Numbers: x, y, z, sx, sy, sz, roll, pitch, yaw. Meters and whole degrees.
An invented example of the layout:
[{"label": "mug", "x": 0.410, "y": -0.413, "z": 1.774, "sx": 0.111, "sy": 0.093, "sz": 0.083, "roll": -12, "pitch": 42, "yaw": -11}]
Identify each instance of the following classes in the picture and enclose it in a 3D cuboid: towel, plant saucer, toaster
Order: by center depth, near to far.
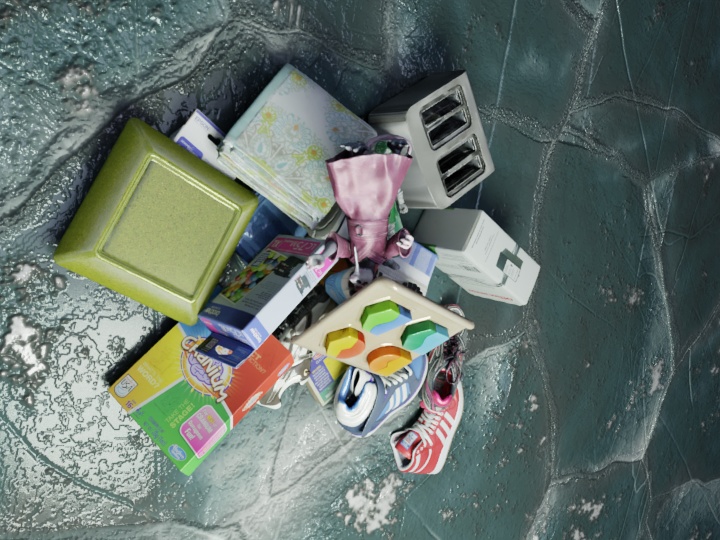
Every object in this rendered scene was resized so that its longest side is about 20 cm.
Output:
[{"label": "plant saucer", "x": -0.242, "y": -0.053, "z": 0.732, "sx": 0.198, "sy": 0.048, "sz": 0.203, "roll": 31, "pitch": 81, "yaw": -32}, {"label": "towel", "x": -0.085, "y": -0.176, "z": 0.813, "sx": 0.170, "sy": 0.048, "sz": 0.202, "roll": 37, "pitch": 60, "yaw": -11}, {"label": "towel", "x": -0.113, "y": -0.093, "z": 0.866, "sx": 0.201, "sy": 0.048, "sz": 0.112, "roll": -52, "pitch": 123, "yaw": -17}, {"label": "towel", "x": 0.046, "y": 0.038, "z": 0.944, "sx": 0.145, "sy": 0.024, "sz": 0.203, "roll": 28, "pitch": 77, "yaw": -29}, {"label": "toaster", "x": 0.114, "y": -0.213, "z": 0.964, "sx": 0.199, "sy": 0.118, "sz": 0.183, "roll": -35, "pitch": 115, "yaw": -25}]

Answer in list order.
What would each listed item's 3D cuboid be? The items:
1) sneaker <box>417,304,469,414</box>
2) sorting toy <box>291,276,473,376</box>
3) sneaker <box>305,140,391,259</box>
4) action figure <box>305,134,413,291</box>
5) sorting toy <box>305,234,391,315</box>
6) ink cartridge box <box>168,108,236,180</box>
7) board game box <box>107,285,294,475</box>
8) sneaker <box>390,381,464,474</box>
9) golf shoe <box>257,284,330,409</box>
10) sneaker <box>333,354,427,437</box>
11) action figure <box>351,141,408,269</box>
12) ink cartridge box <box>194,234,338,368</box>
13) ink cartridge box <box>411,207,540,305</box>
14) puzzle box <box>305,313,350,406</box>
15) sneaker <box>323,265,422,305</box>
[{"label": "sneaker", "x": 0.161, "y": 0.158, "z": 1.057, "sx": 0.079, "sy": 0.075, "sz": 0.204, "roll": 14, "pitch": 69, "yaw": -5}, {"label": "sorting toy", "x": 0.031, "y": 0.091, "z": 0.801, "sx": 0.183, "sy": 0.199, "sz": 0.037, "roll": 26, "pitch": 45, "yaw": -37}, {"label": "sneaker", "x": -0.005, "y": -0.113, "z": 0.884, "sx": 0.201, "sy": 0.076, "sz": 0.081, "roll": -53, "pitch": 139, "yaw": -10}, {"label": "action figure", "x": 0.003, "y": -0.066, "z": 0.750, "sx": 0.131, "sy": 0.149, "sz": 0.204, "roll": 3, "pitch": 113, "yaw": 3}, {"label": "sorting toy", "x": 0.000, "y": 0.000, "z": 0.944, "sx": 0.185, "sy": 0.036, "sz": 0.201, "roll": -44, "pitch": 108, "yaw": -22}, {"label": "ink cartridge box", "x": -0.244, "y": -0.105, "z": 0.777, "sx": 0.099, "sy": 0.039, "sz": 0.202, "roll": 41, "pitch": 76, "yaw": -32}, {"label": "board game box", "x": -0.210, "y": 0.141, "z": 0.781, "sx": 0.200, "sy": 0.152, "sz": 0.041, "roll": -46, "pitch": 163, "yaw": -20}, {"label": "sneaker", "x": 0.123, "y": 0.285, "z": 1.083, "sx": 0.111, "sy": 0.071, "sz": 0.204, "roll": 11, "pitch": 93, "yaw": -39}, {"label": "golf shoe", "x": -0.100, "y": 0.115, "z": 0.874, "sx": 0.094, "sy": 0.078, "sz": 0.201, "roll": 43, "pitch": 83, "yaw": -21}, {"label": "sneaker", "x": 0.036, "y": 0.183, "z": 0.969, "sx": 0.200, "sy": 0.080, "sz": 0.147, "roll": -45, "pitch": 149, "yaw": -15}, {"label": "action figure", "x": 0.030, "y": -0.089, "z": 0.843, "sx": 0.117, "sy": 0.054, "sz": 0.204, "roll": -27, "pitch": 129, "yaw": -34}, {"label": "ink cartridge box", "x": -0.131, "y": 0.032, "z": 0.760, "sx": 0.201, "sy": 0.118, "sz": 0.042, "roll": -51, "pitch": 126, "yaw": -25}, {"label": "ink cartridge box", "x": 0.207, "y": -0.026, "z": 1.046, "sx": 0.199, "sy": 0.145, "sz": 0.084, "roll": 36, "pitch": 77, "yaw": -35}, {"label": "puzzle box", "x": -0.026, "y": 0.111, "z": 0.976, "sx": 0.199, "sy": 0.025, "sz": 0.135, "roll": -39, "pitch": 118, "yaw": -24}, {"label": "sneaker", "x": 0.024, "y": 0.043, "z": 0.871, "sx": 0.199, "sy": 0.089, "sz": 0.080, "roll": 34, "pitch": 67, "yaw": -42}]
